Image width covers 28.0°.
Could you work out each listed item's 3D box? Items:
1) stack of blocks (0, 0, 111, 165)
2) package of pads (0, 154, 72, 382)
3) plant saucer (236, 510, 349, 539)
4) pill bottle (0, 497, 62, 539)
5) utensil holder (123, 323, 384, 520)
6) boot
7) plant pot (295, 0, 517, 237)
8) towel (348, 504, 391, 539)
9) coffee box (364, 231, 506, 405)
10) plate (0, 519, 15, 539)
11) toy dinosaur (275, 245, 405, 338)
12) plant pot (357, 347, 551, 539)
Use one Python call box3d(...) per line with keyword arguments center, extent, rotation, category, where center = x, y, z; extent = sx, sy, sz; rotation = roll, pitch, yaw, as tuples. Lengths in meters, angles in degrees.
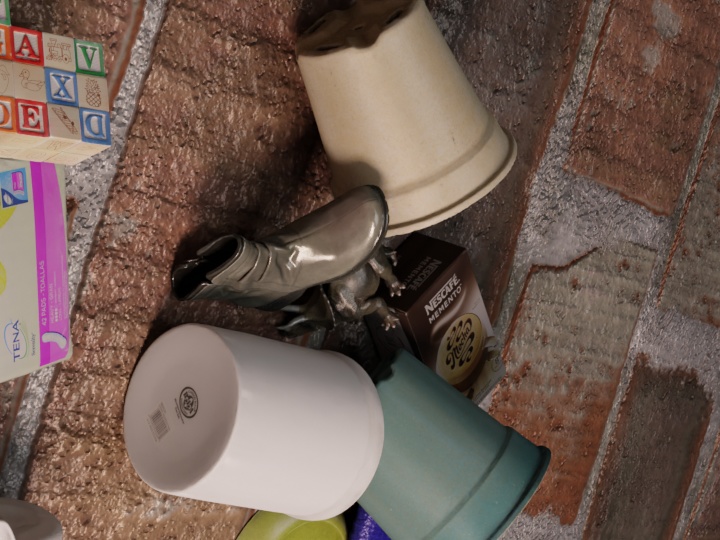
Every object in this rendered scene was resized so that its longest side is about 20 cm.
box3d(center=(-0.290, -0.152, 1.091), extent=(0.199, 0.058, 0.116), rotation=(5, 74, -45), category="stack of blocks")
box3d(center=(-0.313, -0.002, 1.163), extent=(0.154, 0.068, 0.202), rotation=(-19, 118, -44), category="package of pads")
box3d(center=(-0.075, 0.340, 1.597), extent=(0.199, 0.031, 0.202), rotation=(-21, 119, -42), category="plant saucer")
box3d(center=(-0.323, 0.307, 1.241), extent=(0.110, 0.110, 0.202), rotation=(-2, 106, -48), category="pill bottle")
box3d(center=(-0.102, 0.145, 1.385), extent=(0.199, 0.169, 0.171), rotation=(20, 90, -48), category="utensil holder")
box3d(center=(-0.076, -0.017, 1.352), extent=(0.130, 0.199, 0.068), rotation=(7, 55, -52), category="boot")
box3d(center=(0.031, -0.165, 1.412), extent=(0.200, 0.200, 0.184), rotation=(-42, 121, -30), category="plant pot")
box3d(center=(0.021, 0.347, 1.666), extent=(0.147, 0.049, 0.202), rotation=(7, 98, -67), category="towel")
box3d(center=(0.083, 0.073, 1.630), extent=(0.113, 0.079, 0.201), rotation=(-45, 134, -26), category="coffee box")
box3d(center=(-0.343, 0.313, 1.170), extent=(0.198, 0.032, 0.202), rotation=(-17, 100, 3), category="plate")
box3d(center=(0.000, 0.000, 1.510), extent=(0.102, 0.077, 0.201), rotation=(42, 73, -48), category="toy dinosaur")
box3d(center=(0.064, 0.201, 1.539), extent=(0.196, 0.200, 0.201), rotation=(42, 67, -3), category="plant pot")
